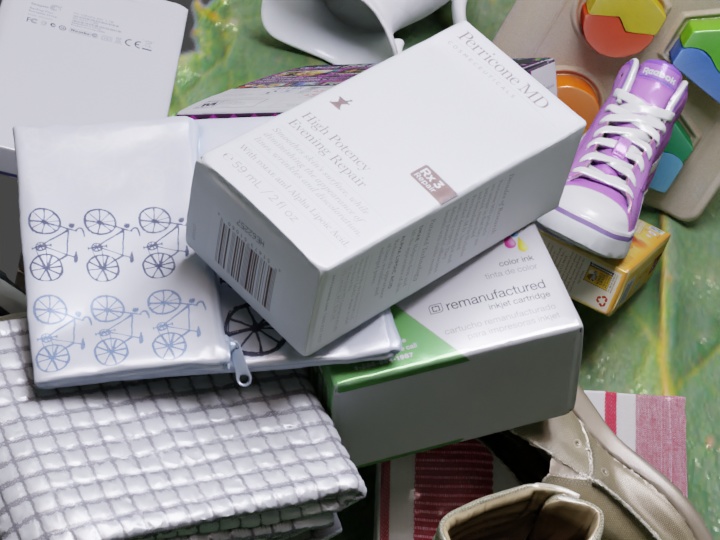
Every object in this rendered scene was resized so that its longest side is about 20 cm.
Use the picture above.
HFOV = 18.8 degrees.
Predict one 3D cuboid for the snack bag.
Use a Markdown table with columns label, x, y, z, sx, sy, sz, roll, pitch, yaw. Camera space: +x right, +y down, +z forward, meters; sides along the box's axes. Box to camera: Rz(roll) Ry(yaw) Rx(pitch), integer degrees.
| label | x | y | z | sx | sy | sz | roll | pitch | yaw |
| --- | --- | --- | --- | --- | --- | --- | --- | --- | --- |
| snack bag | -0.083 | -0.017 | 1.167 | 0.198 | 0.021 | 0.190 | -3 | 49 | -9 |

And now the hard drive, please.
| label | x | y | z | sx | sy | sz | roll | pitch | yaw |
| --- | --- | --- | --- | --- | --- | --- | --- | --- | --- |
| hard drive | -0.196 | -0.131 | 1.510 | 0.131 | 0.025 | 0.201 | 13 | 42 | -8 |

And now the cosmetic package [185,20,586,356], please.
| label | x | y | z | sx | sy | sz | roll | pitch | yaw |
| --- | --- | --- | --- | --- | --- | --- | --- | --- | --- |
| cosmetic package | 0.015 | -0.047 | 1.154 | 0.199 | 0.074 | 0.102 | -32 | 62 | -33 |

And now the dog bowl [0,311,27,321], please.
| label | x | y | z | sx | sy | sz | roll | pitch | yaw |
| --- | --- | --- | --- | --- | --- | --- | --- | --- | --- |
| dog bowl | -0.165 | 0.119 | 1.219 | 0.198 | 0.079 | 0.201 | 11 | 43 | -11 |

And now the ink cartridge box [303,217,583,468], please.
| label | x | y | z | sx | sy | sz | roll | pitch | yaw |
| --- | --- | --- | --- | --- | --- | --- | --- | --- | --- |
| ink cartridge box | 0.023 | -0.002 | 1.234 | 0.144 | 0.084 | 0.201 | -13 | 51 | -11 |

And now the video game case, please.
| label | x | y | z | sx | sy | sz | roll | pitch | yaw |
| --- | --- | --- | --- | --- | --- | --- | --- | --- | --- |
| video game case | 0.007 | -0.110 | 1.455 | 0.199 | 0.036 | 0.181 | 1 | 15 | 28 |

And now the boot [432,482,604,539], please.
| label | x | y | z | sx | sy | sz | roll | pitch | yaw |
| --- | --- | --- | --- | --- | --- | --- | --- | --- | --- |
| boot | 0.110 | 0.187 | 1.198 | 0.198 | 0.155 | 0.072 | 2 | 43 | -24 |

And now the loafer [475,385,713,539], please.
| label | x | y | z | sx | sy | sz | roll | pitch | yaw |
| --- | --- | --- | --- | --- | --- | --- | --- | --- | --- |
| loafer | 0.128 | 0.129 | 1.258 | 0.067 | 0.076 | 0.200 | -38 | 79 | -23 |

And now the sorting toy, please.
| label | x | y | z | sx | sy | sz | roll | pitch | yaw |
| --- | --- | --- | --- | --- | --- | --- | --- | --- | --- |
| sorting toy | 0.192 | -0.134 | 1.524 | 0.199 | 0.186 | 0.037 | 23 | 33 | -13 |

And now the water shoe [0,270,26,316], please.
| label | x | y | z | sx | sy | sz | roll | pitch | yaw |
| --- | --- | --- | --- | --- | --- | --- | --- | --- | --- |
| water shoe | -0.261 | -0.008 | 1.321 | 0.199 | 0.072 | 0.079 | 27 | 40 | 6 |

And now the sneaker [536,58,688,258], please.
| label | x | y | z | sx | sy | sz | roll | pitch | yaw |
| --- | --- | --- | --- | --- | --- | --- | --- | --- | --- |
| sneaker | 0.168 | -0.083 | 1.430 | 0.072 | 0.115 | 0.201 | 25 | 21 | 3 |

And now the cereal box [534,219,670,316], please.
| label | x | y | z | sx | sy | sz | roll | pitch | yaw |
| --- | --- | --- | --- | --- | --- | --- | --- | --- | --- |
| cereal box | 0.103 | -0.041 | 1.479 | 0.199 | 0.040 | 0.144 | 27 | 19 | 12 |

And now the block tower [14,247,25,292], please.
| label | x | y | z | sx | sy | sz | roll | pitch | yaw |
| --- | --- | --- | --- | --- | --- | --- | --- | --- | --- |
| block tower | -0.123 | 0.030 | 1.348 | 0.199 | 0.054 | 0.058 | 26 | 41 | 7 |

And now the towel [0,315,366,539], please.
| label | x | y | z | sx | sy | sz | roll | pitch | yaw |
| --- | --- | --- | --- | --- | --- | --- | --- | --- | --- |
| towel | -0.118 | 0.096 | 1.143 | 0.199 | 0.086 | 0.166 | -10 | 48 | -27 |

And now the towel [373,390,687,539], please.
| label | x | y | z | sx | sy | sz | roll | pitch | yaw |
| --- | --- | --- | --- | --- | --- | --- | --- | --- | --- |
| towel | 0.103 | 0.141 | 1.299 | 0.198 | 0.023 | 0.145 | 5 | 77 | -16 |

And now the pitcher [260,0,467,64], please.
| label | x | y | z | sx | sy | sz | roll | pitch | yaw |
| --- | --- | --- | --- | --- | --- | --- | --- | --- | --- |
| pitcher | 0.039 | -0.220 | 1.643 | 0.171 | 0.121 | 0.201 | 39 | 52 | -9 |
